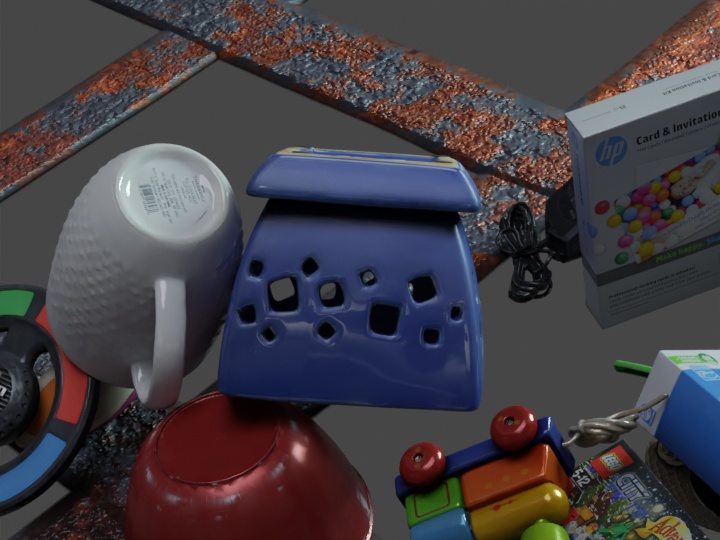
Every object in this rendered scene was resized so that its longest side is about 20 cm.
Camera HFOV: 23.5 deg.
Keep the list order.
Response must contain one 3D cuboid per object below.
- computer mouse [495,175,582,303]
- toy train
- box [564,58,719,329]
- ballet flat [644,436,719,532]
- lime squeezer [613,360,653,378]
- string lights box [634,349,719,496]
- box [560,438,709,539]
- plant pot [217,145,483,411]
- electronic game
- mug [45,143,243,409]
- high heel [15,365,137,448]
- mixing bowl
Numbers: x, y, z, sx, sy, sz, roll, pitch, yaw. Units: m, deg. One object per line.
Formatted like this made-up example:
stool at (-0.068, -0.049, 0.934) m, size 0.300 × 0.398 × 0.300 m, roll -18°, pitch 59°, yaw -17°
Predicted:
computer mouse at (0.205, -0.056, 1.473) m, size 0.200 × 0.053 × 0.139 m, roll -42°, pitch 25°, yaw 22°
toy train at (0.125, 0.156, 1.171) m, size 0.199 × 0.085 × 0.116 m, roll -23°, pitch 38°, yaw 14°
box at (0.249, -0.061, 1.395) m, size 0.155 × 0.201 × 0.041 m, roll -19°, pitch 39°, yaw -9°
ballet flat at (0.277, 0.170, 1.202) m, size 0.067 × 0.047 × 0.200 m, roll -30°, pitch 51°, yaw -22°
lime squeezer at (0.266, 0.115, 1.316) m, size 0.071 × 0.038 × 0.200 m, roll -44°, pitch 39°, yaw 11°
string lights box at (0.289, 0.130, 1.176) m, size 0.102 × 0.059 × 0.200 m, roll 1°, pitch 28°, yaw -37°
box at (0.165, 0.206, 1.168) m, size 0.136 × 0.038 × 0.200 m, roll -31°, pitch 27°, yaw -2°
plant pot at (0.000, 0.000, 1.328) m, size 0.198 × 0.182 × 0.200 m, roll 4°, pitch 7°, yaw 3°
electronic game at (-0.301, 0.106, 1.422) m, size 0.198 × 0.042 × 0.202 m, roll -10°, pitch 63°, yaw 21°
mug at (-0.159, 0.010, 1.339) m, size 0.146 × 0.176 × 0.202 m, roll 2°, pitch 59°, yaw -18°
high heel at (-0.210, 0.086, 1.485) m, size 0.200 × 0.096 × 0.067 m, roll -43°, pitch 86°, yaw -7°
mixing bowl at (-0.096, 0.162, 1.298) m, size 0.198 × 0.109 × 0.201 m, roll -9°, pitch 38°, yaw 7°
